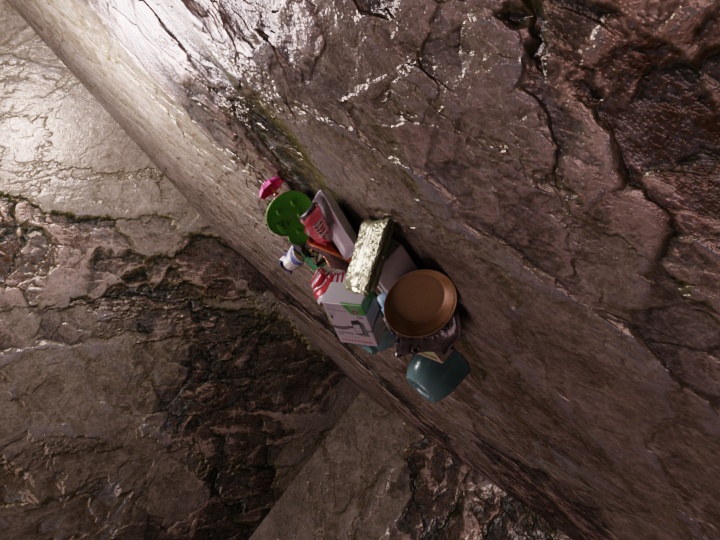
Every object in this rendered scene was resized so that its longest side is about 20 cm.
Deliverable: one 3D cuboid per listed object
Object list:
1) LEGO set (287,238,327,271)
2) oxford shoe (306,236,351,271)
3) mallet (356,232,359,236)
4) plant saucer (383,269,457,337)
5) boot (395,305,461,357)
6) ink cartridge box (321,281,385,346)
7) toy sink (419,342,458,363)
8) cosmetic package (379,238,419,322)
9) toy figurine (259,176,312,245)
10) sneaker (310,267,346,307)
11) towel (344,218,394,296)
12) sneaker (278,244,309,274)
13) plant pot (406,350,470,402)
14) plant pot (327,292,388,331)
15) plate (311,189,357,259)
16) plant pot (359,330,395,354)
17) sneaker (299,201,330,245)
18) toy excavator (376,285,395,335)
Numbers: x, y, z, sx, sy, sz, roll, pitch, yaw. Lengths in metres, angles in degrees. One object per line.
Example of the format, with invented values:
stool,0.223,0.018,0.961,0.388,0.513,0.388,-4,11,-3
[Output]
LEGO set,-0.143,-0.105,1.769,0.199,0.117,0.153,41,135,-11
oxford shoe,-0.091,-0.043,1.661,0.197,0.073,0.072,25,-151,-27
mallet,0.051,-0.019,1.518,0.202,0.041,0.066,54,166,8
plant saucer,0.152,0.079,1.375,0.201,0.198,0.036,50,-170,-27
boot,0.182,0.176,1.467,0.070,0.169,0.204,-98,12,-49
ink cartridge box,-0.017,0.139,1.657,0.142,0.085,0.203,4,137,27
toy sink,0.190,0.188,1.646,0.131,0.112,0.199,50,162,-24
cosmetic package,0.109,0.026,1.416,0.201,0.107,0.085,53,176,-27
toy figurine,-0.238,-0.203,1.643,0.185,0.148,0.202,53,174,43
sneaker,-0.075,0.022,1.760,0.114,0.197,0.072,57,176,26
towel,0.019,-0.037,1.349,0.036,0.205,0.147,22,173,-28
sneaker,-0.231,-0.057,1.870,0.081,0.114,0.200,47,-153,-12
plant pot,0.251,0.347,1.818,0.199,0.162,0.201,37,164,13
plant pot,0.017,0.125,1.820,0.186,0.203,0.202,15,152,31
plate,-0.067,-0.131,1.524,0.202,0.032,0.200,58,167,-4
plant pot,0.050,0.240,2.073,0.199,0.135,0.201,38,164,13
sneaker,-0.118,-0.129,1.534,0.087,0.074,0.200,43,172,10
toy excavator,0.088,0.085,1.605,0.203,0.098,0.195,59,179,18
